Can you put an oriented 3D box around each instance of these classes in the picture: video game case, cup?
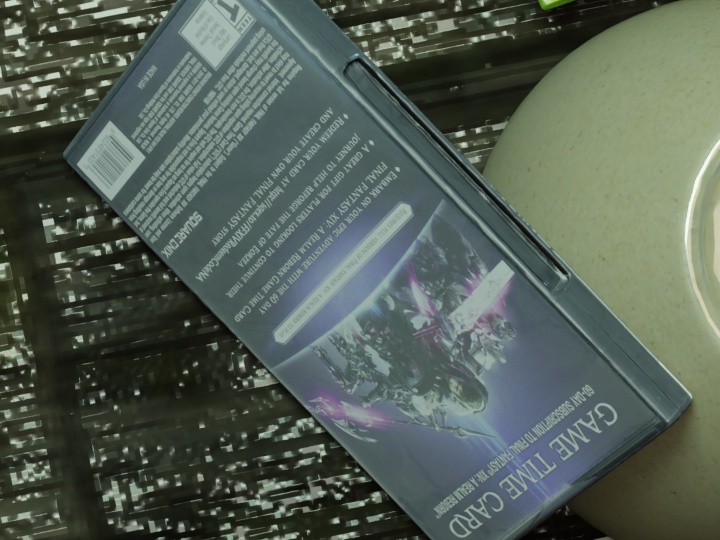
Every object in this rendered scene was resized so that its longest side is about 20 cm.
[{"bbox_3d":[0.000,0.000,0.974,0.200,0.143,0.019,45,55,0],"label":"video game case"},{"bbox_3d":[0.140,-0.003,0.982,0.199,0.143,0.202,1,84,-6],"label":"cup"}]

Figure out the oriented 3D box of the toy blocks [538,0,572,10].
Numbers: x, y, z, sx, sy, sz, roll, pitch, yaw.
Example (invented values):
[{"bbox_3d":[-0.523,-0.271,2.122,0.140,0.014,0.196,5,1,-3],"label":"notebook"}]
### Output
[{"bbox_3d":[0.150,-0.165,0.988,0.199,0.137,0.100,-20,76,-12],"label":"toy blocks"}]
